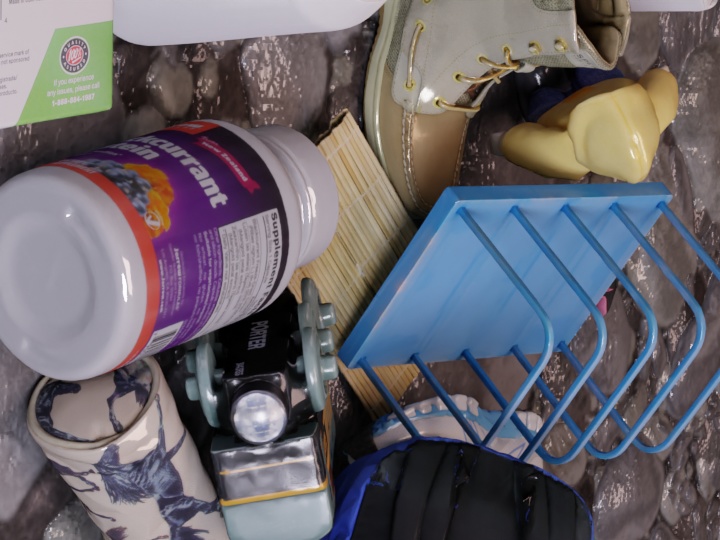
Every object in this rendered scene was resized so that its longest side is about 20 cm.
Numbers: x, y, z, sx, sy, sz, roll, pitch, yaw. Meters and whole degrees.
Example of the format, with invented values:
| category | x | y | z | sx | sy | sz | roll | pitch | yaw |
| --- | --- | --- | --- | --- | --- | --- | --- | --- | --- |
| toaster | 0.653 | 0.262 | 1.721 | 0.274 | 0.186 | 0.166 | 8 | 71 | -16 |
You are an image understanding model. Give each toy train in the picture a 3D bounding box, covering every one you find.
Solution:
| category | x | y | z | sx | sy | sz | roll | pitch | yaw |
| --- | --- | --- | --- | --- | --- | --- | --- | --- | --- |
| toy train | -0.050 | 0.077 | 1.641 | 0.200 | 0.085 | 0.115 | -93 | 174 | -76 |

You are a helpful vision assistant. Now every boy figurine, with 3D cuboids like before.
| category | x | y | z | sx | sy | sz | roll | pitch | yaw |
| --- | --- | --- | --- | --- | --- | --- | --- | --- | --- |
| boy figurine | 0.140 | -0.096 | 1.839 | 0.200 | 0.124 | 0.065 | -106 | 176 | -76 |

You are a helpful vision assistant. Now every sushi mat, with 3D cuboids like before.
| category | x | y | z | sx | sy | sz | roll | pitch | yaw |
| --- | --- | --- | --- | --- | --- | --- | --- | --- | --- |
| sushi mat | 0.000 | 0.000 | 1.792 | 0.096 | 0.012 | 0.200 | -47 | 135 | -17 |

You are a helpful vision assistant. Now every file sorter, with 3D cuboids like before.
| category | x | y | z | sx | sy | sz | roll | pitch | yaw |
| --- | --- | --- | --- | --- | --- | --- | --- | --- | --- |
| file sorter | 0.118 | 0.039 | 1.786 | 0.199 | 0.123 | 0.139 | -3 | 137 | -45 |

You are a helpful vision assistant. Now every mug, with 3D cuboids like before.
| category | x | y | z | sx | sy | sz | roll | pitch | yaw |
| --- | --- | --- | --- | --- | --- | --- | --- | --- | --- |
| mug | -0.048 | -0.207 | 1.573 | 0.149 | 0.153 | 0.188 | 24 | 78 | -53 |

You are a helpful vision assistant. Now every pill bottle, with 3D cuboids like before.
| category | x | y | z | sx | sy | sz | roll | pitch | yaw |
| --- | --- | --- | --- | --- | --- | --- | --- | --- | --- |
| pill bottle | -0.102 | -0.019 | 1.576 | 0.200 | 0.111 | 0.112 | -22 | 115 | -51 |

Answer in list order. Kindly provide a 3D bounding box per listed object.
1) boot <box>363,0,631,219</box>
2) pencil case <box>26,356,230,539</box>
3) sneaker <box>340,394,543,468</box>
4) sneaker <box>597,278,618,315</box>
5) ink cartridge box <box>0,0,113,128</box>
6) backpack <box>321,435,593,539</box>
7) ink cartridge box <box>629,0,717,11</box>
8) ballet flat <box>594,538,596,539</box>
| category | x | y | z | sx | sy | sz | roll | pitch | yaw |
| --- | --- | --- | --- | --- | --- | --- | --- | --- | --- |
| boot | 0.084 | -0.124 | 1.773 | 0.072 | 0.154 | 0.201 | -5 | 101 | -52 |
| pencil case | -0.113 | 0.128 | 1.626 | 0.078 | 0.089 | 0.201 | -34 | 129 | -11 |
| sneaker | 0.065 | 0.131 | 1.853 | 0.200 | 0.075 | 0.087 | 9 | 59 | -53 |
| sneaker | 0.116 | 0.004 | 1.931 | 0.200 | 0.079 | 0.096 | -9 | 116 | -52 |
| ink cartridge box | -0.194 | -0.173 | 1.434 | 0.145 | 0.084 | 0.201 | -14 | 109 | -53 |
| backpack | 0.029 | 0.196 | 1.649 | 0.162 | 0.168 | 0.201 | 19 | 77 | -17 |
| ink cartridge box | 0.191 | -0.288 | 1.919 | 0.145 | 0.084 | 0.201 | -60 | 144 | -47 |
| ballet flat | 0.093 | 0.159 | 1.805 | 0.200 | 0.070 | 0.068 | 34 | 84 | -41 |
